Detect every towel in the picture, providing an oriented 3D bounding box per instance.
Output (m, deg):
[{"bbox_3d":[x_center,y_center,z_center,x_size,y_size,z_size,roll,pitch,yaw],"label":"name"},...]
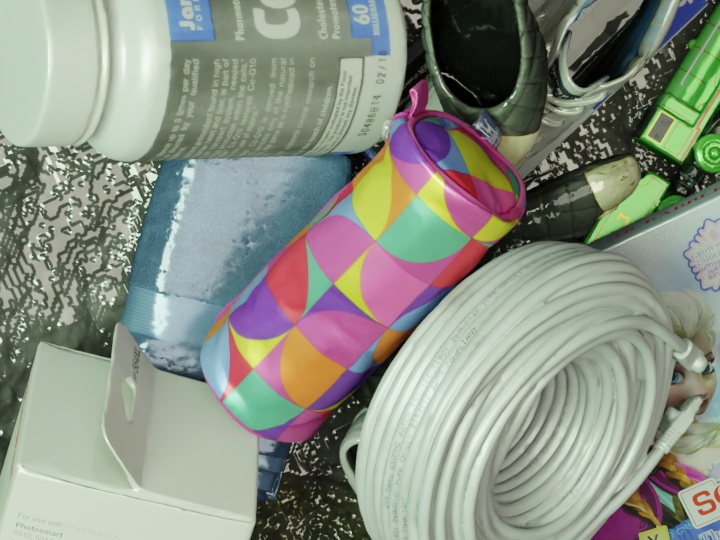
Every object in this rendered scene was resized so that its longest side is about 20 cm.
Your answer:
[{"bbox_3d":[-0.076,0.022,1.386,0.111,0.049,0.201,14,93,-10],"label":"towel"}]

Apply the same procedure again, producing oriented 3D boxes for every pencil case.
[{"bbox_3d":[0.000,0.000,1.281,0.088,0.088,0.200,36,118,-11],"label":"pencil case"}]

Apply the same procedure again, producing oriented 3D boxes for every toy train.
[{"bbox_3d":[0.191,-0.083,1.431,0.056,0.042,0.200,31,89,-1],"label":"toy train"}]

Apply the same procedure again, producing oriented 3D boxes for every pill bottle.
[{"bbox_3d":[-0.087,-0.114,1.301,0.199,0.114,0.114,-4,95,-29],"label":"pill bottle"}]

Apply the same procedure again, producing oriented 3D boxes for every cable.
[{"bbox_3d":[0.083,0.077,1.296,0.200,0.069,0.200,-50,144,-11],"label":"cable"}]

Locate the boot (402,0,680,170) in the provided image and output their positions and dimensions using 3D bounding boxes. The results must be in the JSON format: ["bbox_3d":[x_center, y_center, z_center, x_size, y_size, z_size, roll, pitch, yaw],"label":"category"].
[{"bbox_3d":[0.092,-0.101,1.336,0.074,0.096,0.200,39,88,-14],"label":"boot"}]

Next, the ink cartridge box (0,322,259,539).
[{"bbox_3d":[-0.131,0.143,1.308,0.125,0.129,0.200,15,118,-10],"label":"ink cartridge box"}]

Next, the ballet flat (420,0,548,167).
[{"bbox_3d":[0.054,-0.133,1.255,0.066,0.057,0.200,3,126,19],"label":"ballet flat"}]

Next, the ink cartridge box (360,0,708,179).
[{"bbox_3d":[0.089,-0.117,1.406,0.200,0.044,0.094,-43,102,-5],"label":"ink cartridge box"}]

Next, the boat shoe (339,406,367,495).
[{"bbox_3d":[0.055,0.163,1.399,0.074,0.065,0.200,-40,92,30],"label":"boat shoe"}]

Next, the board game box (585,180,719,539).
[{"bbox_3d":[0.169,0.075,1.406,0.200,0.041,0.200,-26,99,13],"label":"board game box"}]

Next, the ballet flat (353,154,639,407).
[{"bbox_3d":[0.072,0.004,1.354,0.200,0.066,0.057,-37,81,14],"label":"ballet flat"}]
